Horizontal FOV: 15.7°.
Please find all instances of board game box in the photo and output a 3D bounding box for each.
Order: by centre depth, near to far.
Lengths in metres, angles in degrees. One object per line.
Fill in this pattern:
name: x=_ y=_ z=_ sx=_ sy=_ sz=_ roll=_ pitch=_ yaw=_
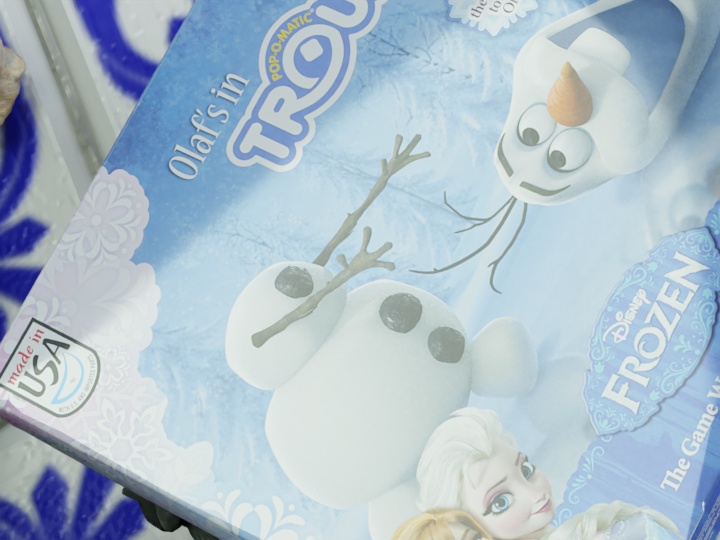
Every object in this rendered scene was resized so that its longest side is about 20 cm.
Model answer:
board game box: x=0.026 y=-0.006 z=0.721 sx=0.198 sy=0.043 sz=0.201 roll=25 pitch=80 yaw=20

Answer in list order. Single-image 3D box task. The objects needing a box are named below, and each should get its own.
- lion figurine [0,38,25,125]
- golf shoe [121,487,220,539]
lion figurine: x=-0.225 y=-0.046 z=0.947 sx=0.200 sy=0.122 sz=0.073 roll=-41 pitch=20 yaw=16
golf shoe: x=0.000 y=0.000 z=0.814 sx=0.094 sy=0.078 sz=0.201 roll=21 pitch=103 yaw=14
